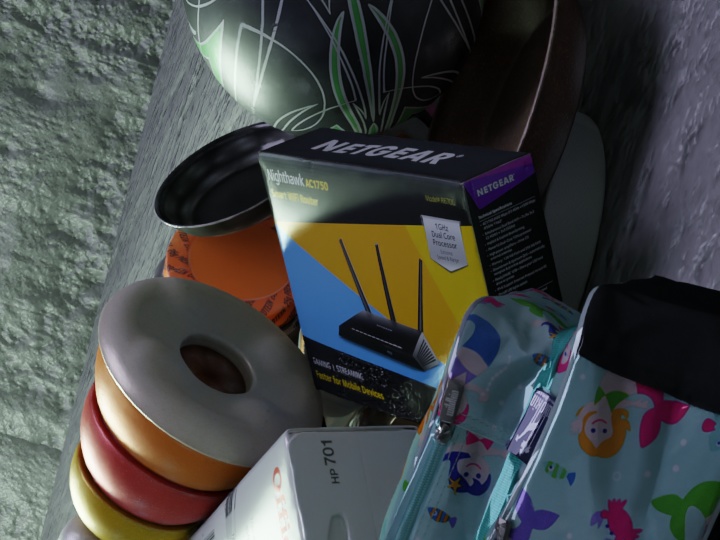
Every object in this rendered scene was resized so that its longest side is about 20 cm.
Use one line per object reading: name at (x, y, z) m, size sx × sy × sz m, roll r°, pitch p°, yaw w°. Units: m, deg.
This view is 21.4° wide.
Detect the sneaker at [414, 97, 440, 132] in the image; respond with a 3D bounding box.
sneaker at (0.074, -0.142, 1.308) m, size 0.086 × 0.081 × 0.200 m, roll -35°, pitch 14°, yaw 11°

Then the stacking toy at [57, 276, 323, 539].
stacking toy at (-0.126, 0.117, 1.142) m, size 0.201 × 0.145 × 0.147 m, roll -55°, pitch 20°, yaw 29°

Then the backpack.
backpack at (0.088, 0.103, 0.726) m, size 0.177 × 0.149 × 0.202 m, roll -8°, pitch -68°, yaw -72°

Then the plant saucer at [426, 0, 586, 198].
plant saucer at (0.082, -0.085, 1.092) m, size 0.200 × 0.036 × 0.202 m, roll -162°, pitch 90°, yaw -76°

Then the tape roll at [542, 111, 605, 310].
tape roll at (0.085, -0.004, 1.133) m, size 0.203 × 0.037 × 0.204 m, roll -163°, pitch 90°, yaw -76°

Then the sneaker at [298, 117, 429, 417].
sneaker at (0.000, 0.000, 1.212) m, size 0.077 × 0.078 × 0.201 m, roll -26°, pitch 44°, yaw 60°

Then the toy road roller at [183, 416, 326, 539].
toy road roller at (-0.077, 0.180, 1.258) m, size 0.146 × 0.199 × 0.124 m, roll 59°, pitch -172°, yaw -75°

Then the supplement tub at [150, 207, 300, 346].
supplement tub at (-0.088, 0.056, 1.304) m, size 0.201 × 0.121 × 0.123 m, roll 99°, pitch 178°, yaw -51°

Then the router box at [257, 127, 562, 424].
router box at (0.029, 0.006, 1.026) m, size 0.199 × 0.051 × 0.150 m, roll 12°, pitch 120°, yaw 56°

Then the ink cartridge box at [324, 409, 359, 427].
ink cartridge box at (-0.013, 0.067, 1.408) m, size 0.160 × 0.047 × 0.202 m, roll -106°, pitch 11°, yaw -67°

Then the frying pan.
frying pan at (-0.045, -0.066, 1.213) m, size 0.115 × 0.189 × 0.031 m, roll -73°, pitch -36°, yaw -51°

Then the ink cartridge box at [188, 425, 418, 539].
ink cartridge box at (-0.028, 0.190, 1.055) m, size 0.200 × 0.085 × 0.148 m, roll 132°, pitch 133°, yaw -54°

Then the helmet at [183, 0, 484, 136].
helmet at (-0.016, -0.174, 1.126) m, size 0.201 × 0.198 × 0.191 m, roll -63°, pitch 30°, yaw 33°

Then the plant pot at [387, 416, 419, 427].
plant pot at (0.035, 0.174, 1.081) m, size 0.200 × 0.027 × 0.202 m, roll -170°, pitch 90°, yaw -71°
